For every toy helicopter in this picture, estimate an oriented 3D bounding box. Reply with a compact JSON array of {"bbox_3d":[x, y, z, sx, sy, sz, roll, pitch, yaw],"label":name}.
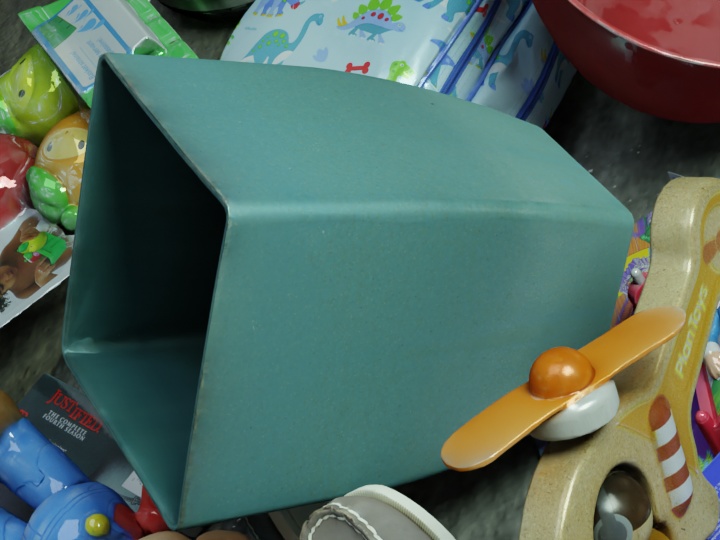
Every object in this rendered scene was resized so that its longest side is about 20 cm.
[{"bbox_3d":[0.097,0.048,0.921,0.078,0.132,0.201,-3,56,38],"label":"toy helicopter"}]

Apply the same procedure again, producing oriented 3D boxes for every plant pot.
[{"bbox_3d":[0.000,0.000,1.040,0.199,0.142,0.141,-4,30,-26],"label":"plant pot"}]

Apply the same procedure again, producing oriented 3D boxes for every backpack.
[{"bbox_3d":[0.021,-0.098,1.203,0.200,0.154,0.163,-40,39,-25],"label":"backpack"}]

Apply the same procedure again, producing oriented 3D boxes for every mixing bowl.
[{"bbox_3d":[0.151,-0.142,1.133,0.198,0.109,0.201,3,60,-5],"label":"mixing bowl"}]

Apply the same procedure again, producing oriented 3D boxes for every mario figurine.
[{"bbox_3d":[-0.114,0.118,1.075,0.199,0.124,0.106,24,35,33],"label":"mario figurine"}]

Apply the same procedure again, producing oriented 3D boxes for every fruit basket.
[{"bbox_3d":[-0.168,-0.060,1.312,0.199,0.094,0.185,-32,40,-7],"label":"fruit basket"}]

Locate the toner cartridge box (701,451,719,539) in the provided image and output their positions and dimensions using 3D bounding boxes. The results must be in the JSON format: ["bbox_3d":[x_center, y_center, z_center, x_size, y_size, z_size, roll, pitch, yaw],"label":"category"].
[{"bbox_3d":[0.152,0.121,0.951,0.200,0.043,0.095,-47,43,-2],"label":"toner cartridge box"}]

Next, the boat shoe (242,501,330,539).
[{"bbox_3d":[-0.058,0.064,1.153,0.062,0.073,0.201,-46,46,23],"label":"boat shoe"}]

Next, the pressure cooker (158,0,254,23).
[{"bbox_3d":[-0.089,-0.255,1.366,0.175,0.200,0.179,-37,41,-1],"label":"pressure cooker"}]

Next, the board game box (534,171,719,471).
[{"bbox_3d":[0.153,0.023,1.058,0.199,0.039,0.158,20,65,45],"label":"board game box"}]

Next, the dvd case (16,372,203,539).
[{"bbox_3d":[-0.166,0.149,1.182,0.146,0.022,0.200,22,69,45],"label":"dvd case"}]

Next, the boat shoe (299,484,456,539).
[{"bbox_3d":[0.023,0.168,0.944,0.072,0.059,0.201,-48,57,39],"label":"boat shoe"}]

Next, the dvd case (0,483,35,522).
[{"bbox_3d":[-0.204,0.183,1.149,0.148,0.016,0.201,-26,43,13],"label":"dvd case"}]
